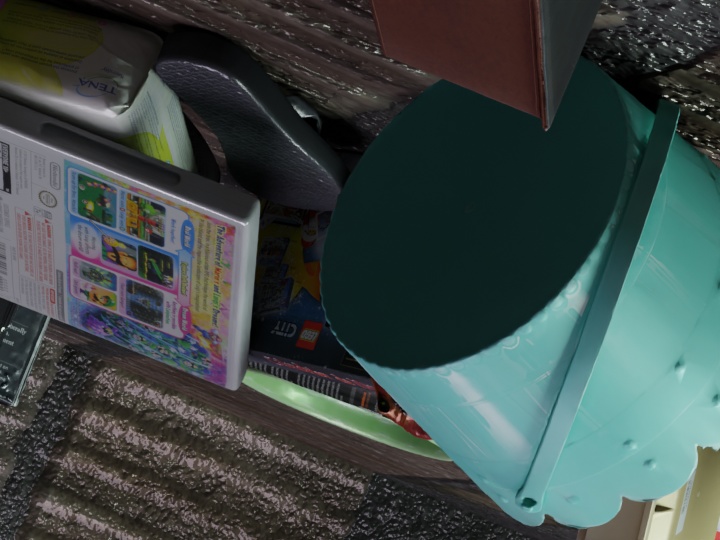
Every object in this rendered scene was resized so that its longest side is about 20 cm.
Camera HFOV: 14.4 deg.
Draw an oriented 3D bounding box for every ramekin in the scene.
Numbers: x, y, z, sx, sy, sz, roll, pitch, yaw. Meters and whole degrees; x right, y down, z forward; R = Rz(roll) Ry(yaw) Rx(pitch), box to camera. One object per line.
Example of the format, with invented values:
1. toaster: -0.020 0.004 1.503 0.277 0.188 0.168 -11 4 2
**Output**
1. ramekin: 0.003 0.072 2.303 0.199 0.098 0.200 21 171 3

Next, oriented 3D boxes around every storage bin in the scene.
1. storage bin: 0.165 0.125 1.735 0.093 0.201 0.198 15 -172 18

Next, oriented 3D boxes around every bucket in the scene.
1. bucket: 0.089 0.003 1.346 0.207 0.208 0.135 12 159 47

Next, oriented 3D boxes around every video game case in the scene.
1. video game case: -0.149 -0.015 1.694 0.182 0.024 0.200 21 149 8

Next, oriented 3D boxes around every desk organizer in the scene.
1. desk organizer: 0.049 -0.123 1.087 0.077 0.072 0.200 22 172 8

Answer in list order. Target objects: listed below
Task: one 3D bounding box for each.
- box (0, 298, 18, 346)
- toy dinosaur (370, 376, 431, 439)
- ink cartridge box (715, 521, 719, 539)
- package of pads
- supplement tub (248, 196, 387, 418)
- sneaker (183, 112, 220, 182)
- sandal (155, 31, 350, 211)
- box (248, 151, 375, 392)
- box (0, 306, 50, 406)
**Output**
1. box: -0.303 -0.058 1.897 0.200 0.199 0.050 25 171 -18
2. toy dinosaur: 0.043 0.014 1.563 0.105 0.182 0.200 14 -168 12
3. ink cartridge box: 0.336 0.218 2.282 0.162 0.057 0.200 18 137 16
4. package of pads: -0.199 -0.097 1.696 0.199 0.068 0.155 16 148 19
5. supplement tub: -0.023 0.022 1.973 0.199 0.123 0.123 20 171 4
6. sneaker: -0.168 -0.091 1.835 0.200 0.078 0.112 30 178 14
7. sandal: -0.052 -0.089 1.663 0.076 0.043 0.200 9 158 24
8. box: 0.000 0.000 1.735 0.038 0.137 0.200 28 169 -39
9. box: -0.314 -0.014 2.199 0.124 0.197 0.200 27 170 -27
